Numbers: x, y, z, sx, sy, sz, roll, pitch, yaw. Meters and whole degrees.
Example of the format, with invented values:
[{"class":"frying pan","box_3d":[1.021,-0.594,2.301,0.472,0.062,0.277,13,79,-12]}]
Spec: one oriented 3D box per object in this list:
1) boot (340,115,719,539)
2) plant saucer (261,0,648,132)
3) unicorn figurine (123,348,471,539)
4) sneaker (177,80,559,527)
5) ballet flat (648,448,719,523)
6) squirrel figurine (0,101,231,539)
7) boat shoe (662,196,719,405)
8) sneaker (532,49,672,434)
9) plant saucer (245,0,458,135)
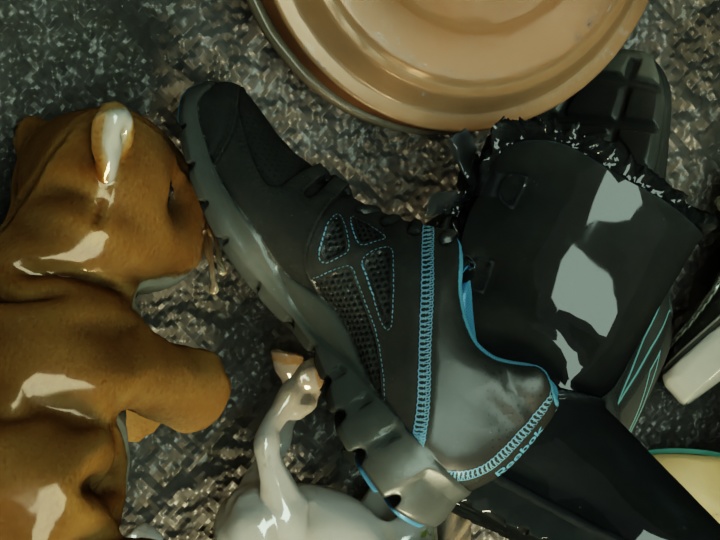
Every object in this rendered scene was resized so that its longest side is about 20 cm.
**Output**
[{"class":"boot","box_3d":[0.101,0.040,0.896,0.197,0.073,0.164,26,79,1]},{"class":"plant saucer","box_3d":[0.046,-0.160,0.916,0.198,0.032,0.202,-3,97,-21]},{"class":"unicorn figurine","box_3d":[-0.027,0.107,0.928,0.198,0.074,0.139,15,87,-20]},{"class":"sneaker","box_3d":[0.000,0.000,0.848,0.082,0.073,0.201,-35,78,4]},{"class":"ballet flat","box_3d":[0.204,0.133,1.021,0.198,0.069,0.063,14,49,-23]},{"class":"squirrel figurine","box_3d":[-0.143,0.017,0.840,0.199,0.141,0.188,18,84,-25]},{"class":"boat shoe","box_3d":[0.203,-0.025,1.013,0.064,0.071,0.200,42,89,12]},{"class":"sneaker","box_3d":[0.106,0.000,0.981,0.079,0.075,0.202,20,83,-51]},{"class":"plant saucer","box_3d":[0.032,-0.161,0.941,0.198,0.029,0.202,-3,98,-21]}]
